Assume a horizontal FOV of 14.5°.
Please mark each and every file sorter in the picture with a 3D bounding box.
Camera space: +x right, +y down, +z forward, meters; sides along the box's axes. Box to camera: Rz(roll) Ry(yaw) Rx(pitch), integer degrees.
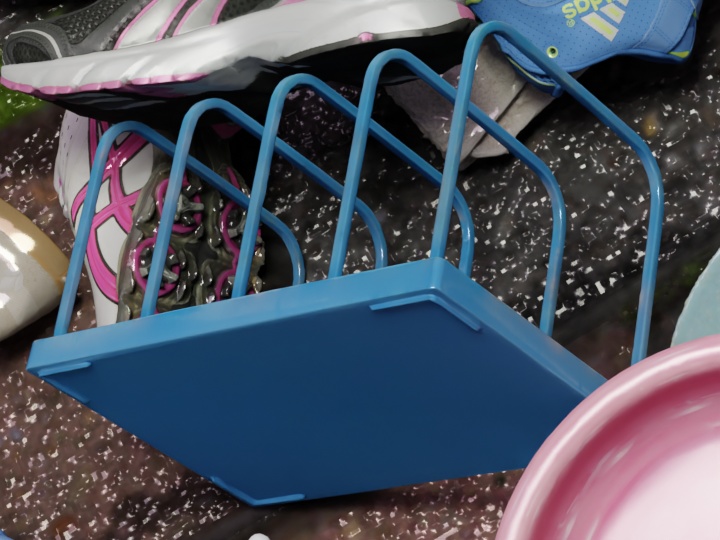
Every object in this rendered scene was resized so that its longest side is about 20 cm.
[{"bbox_3d":[0.000,0.000,1.087,0.199,0.139,0.123,-12,56,38],"label":"file sorter"}]

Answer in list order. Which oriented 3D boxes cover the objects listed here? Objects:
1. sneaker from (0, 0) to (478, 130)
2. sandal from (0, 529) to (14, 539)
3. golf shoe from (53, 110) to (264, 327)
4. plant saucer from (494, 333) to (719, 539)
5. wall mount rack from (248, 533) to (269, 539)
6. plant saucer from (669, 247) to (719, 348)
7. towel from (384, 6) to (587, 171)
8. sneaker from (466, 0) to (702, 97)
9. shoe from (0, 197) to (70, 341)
[{"bbox_3d":[-0.047,-0.110,1.118,0.199,0.080,0.087,-8,77,21],"label":"sneaker"},{"bbox_3d":[-0.108,0.158,1.105,0.087,0.080,0.200,-19,32,-21],"label":"sandal"},{"bbox_3d":[-0.090,-0.028,1.210,0.092,0.072,0.201,-18,60,43],"label":"golf shoe"},{"bbox_3d":[0.145,0.123,0.993,0.199,0.051,0.202,-3,77,15],"label":"plant saucer"},{"bbox_3d":[0.030,0.178,1.066,0.199,0.075,0.174,-13,54,11],"label":"wall mount rack"},{"bbox_3d":[0.217,0.050,1.079,0.200,0.039,0.202,-7,66,15],"label":"plant saucer"},{"bbox_3d":[0.026,-0.153,1.192,0.132,0.034,0.200,-43,88,-5],"label":"towel"},{"bbox_3d":[0.052,-0.127,1.138,0.199,0.076,0.106,8,91,0],"label":"sneaker"},{"bbox_3d":[-0.208,-0.036,1.244,0.200,0.070,0.053,37,75,27],"label":"shoe"}]
